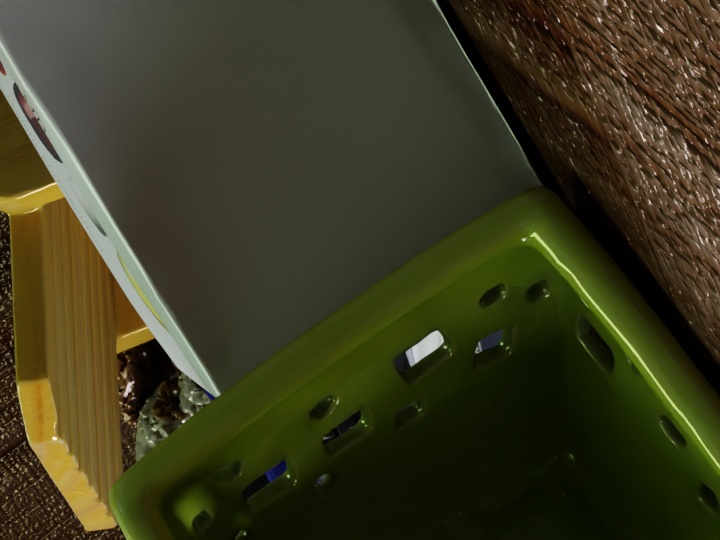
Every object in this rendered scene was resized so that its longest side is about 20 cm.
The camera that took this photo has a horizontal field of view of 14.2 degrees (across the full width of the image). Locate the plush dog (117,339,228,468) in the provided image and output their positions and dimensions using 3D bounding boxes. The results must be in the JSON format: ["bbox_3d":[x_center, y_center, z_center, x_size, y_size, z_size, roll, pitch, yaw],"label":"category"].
[{"bbox_3d":[-0.055,0.077,1.680,0.200,0.172,0.161,50,170,41],"label":"plush dog"}]

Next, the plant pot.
[{"bbox_3d":[0.055,0.121,1.062,0.199,0.200,0.182,55,180,22],"label":"plant pot"}]

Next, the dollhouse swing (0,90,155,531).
[{"bbox_3d":[-0.091,0.004,1.442,0.200,0.181,0.176,73,175,-64],"label":"dollhouse swing"}]

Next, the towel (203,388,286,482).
[{"bbox_3d":[0.020,0.081,1.415,0.200,0.147,0.050,-133,47,-56],"label":"towel"}]

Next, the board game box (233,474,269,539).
[{"bbox_3d":[-0.002,0.149,1.515,0.135,0.200,0.028,56,169,13],"label":"board game box"}]

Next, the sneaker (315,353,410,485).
[{"bbox_3d":[-0.004,0.044,1.287,0.104,0.060,0.200,73,-159,-56],"label":"sneaker"}]

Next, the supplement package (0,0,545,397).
[{"bbox_3d":[-0.050,-0.068,1.135,0.192,0.147,0.200,59,174,-5],"label":"supplement package"}]

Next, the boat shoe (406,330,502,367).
[{"bbox_3d":[0.065,0.077,1.266,0.065,0.073,0.200,56,175,49],"label":"boat shoe"}]
